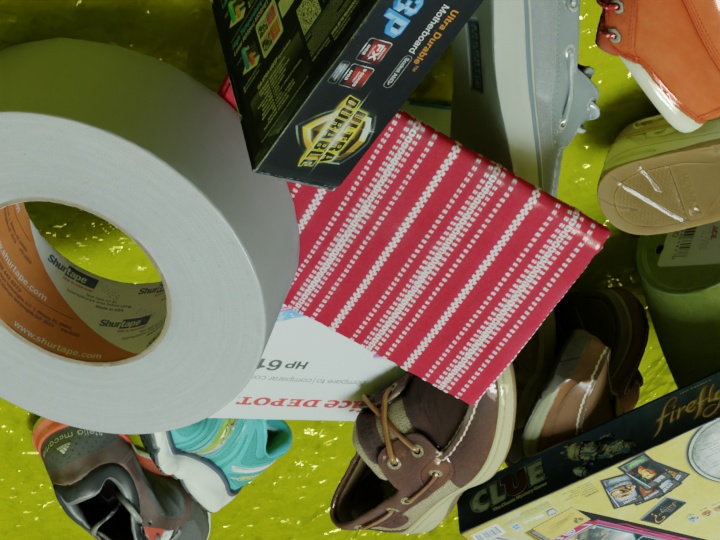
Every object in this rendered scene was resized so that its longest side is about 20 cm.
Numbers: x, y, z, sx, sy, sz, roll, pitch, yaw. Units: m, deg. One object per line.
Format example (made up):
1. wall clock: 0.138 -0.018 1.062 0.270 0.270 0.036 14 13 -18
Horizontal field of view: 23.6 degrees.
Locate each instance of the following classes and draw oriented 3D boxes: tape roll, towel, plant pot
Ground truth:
1. tape roll: -0.133 -0.013 0.852 0.199 0.066 0.201 10 131 11
2. towel: 0.004 -0.024 0.855 0.199 0.023 0.145 29 132 -5
3. plant pot: 0.262 0.033 1.084 0.187 0.188 0.200 -32 128 20

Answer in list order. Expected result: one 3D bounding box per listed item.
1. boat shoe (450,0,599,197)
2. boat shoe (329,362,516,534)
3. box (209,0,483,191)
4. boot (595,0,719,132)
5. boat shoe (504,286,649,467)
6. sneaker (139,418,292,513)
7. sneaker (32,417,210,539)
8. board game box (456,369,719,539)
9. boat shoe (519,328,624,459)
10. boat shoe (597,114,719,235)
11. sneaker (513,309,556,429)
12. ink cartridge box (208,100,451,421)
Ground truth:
1. boat shoe: 0.087 -0.092 0.858 0.071 0.070 0.202 -14 113 -21
2. boat shoe: 0.030 0.100 1.007 0.072 0.072 0.200 -4 150 -23
3. box: 0.003 -0.157 0.712 0.046 0.159 0.200 10 136 -32
4. boot: 0.138 -0.151 0.810 0.107 0.075 0.200 -27 114 32
5. boat shoe: 0.154 0.068 1.167 0.068 0.072 0.200 -6 153 -22
6. sneaker: -0.099 0.085 1.083 0.079 0.078 0.200 -30 153 2
7. sneaker: -0.157 0.163 1.143 0.077 0.082 0.200 -24 144 10
8. board game box: 0.177 0.140 1.040 0.199 0.035 0.135 -27 130 22
9. boat shoe: 0.145 0.110 1.085 0.074 0.076 0.200 22 150 15
10. boat shoe: 0.233 -0.073 0.973 0.199 0.069 0.074 -6 129 16
11. sneaker: 0.077 0.050 1.101 0.075 0.071 0.200 -10 144 -8
12. ink cartridge box: 0.000 0.000 0.988 0.144 0.085 0.200 4 141 -28
